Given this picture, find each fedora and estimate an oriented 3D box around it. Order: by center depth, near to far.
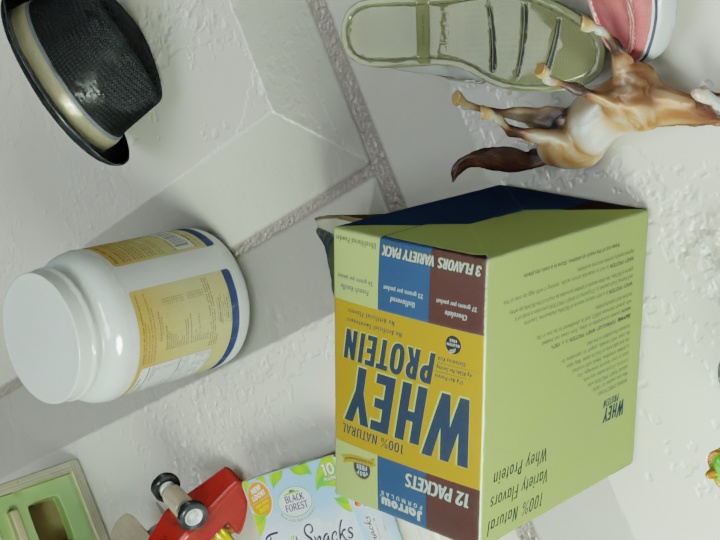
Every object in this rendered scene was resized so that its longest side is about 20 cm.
[{"bbox_3d":[-0.258,-0.205,1.264,0.092,0.201,0.201,-30,77,10],"label":"fedora"}]

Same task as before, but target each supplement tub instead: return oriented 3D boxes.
[{"bbox_3d":[-0.221,0.043,1.234,0.144,0.200,0.145,13,109,42],"label":"supplement tub"}]

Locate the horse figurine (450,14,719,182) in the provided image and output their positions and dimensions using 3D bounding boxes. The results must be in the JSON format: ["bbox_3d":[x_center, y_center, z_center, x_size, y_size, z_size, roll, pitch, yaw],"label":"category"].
[{"bbox_3d":[0.151,-0.110,0.914,0.200,0.132,0.050,-28,50,48],"label":"horse figurine"}]

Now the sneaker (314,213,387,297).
[{"bbox_3d":[0.000,0.000,1.038,0.200,0.067,0.090,-159,68,-83],"label":"sneaker"}]

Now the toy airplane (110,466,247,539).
[{"bbox_3d":[-0.186,0.317,1.314,0.199,0.141,0.200,-26,49,32],"label":"toy airplane"}]

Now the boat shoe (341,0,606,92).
[{"bbox_3d":[0.090,-0.176,0.974,0.200,0.068,0.075,12,105,20],"label":"boat shoe"}]

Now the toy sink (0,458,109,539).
[{"bbox_3d":[-0.403,0.313,1.479,0.112,0.200,0.130,-32,77,44],"label":"toy sink"}]

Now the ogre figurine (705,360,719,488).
[{"bbox_3d":[0.283,0.103,0.825,0.098,0.120,0.200,1,101,44],"label":"ogre figurine"}]

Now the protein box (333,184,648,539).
[{"bbox_3d":[0.094,0.058,0.938,0.135,0.198,0.200,13,110,41],"label":"protein box"}]

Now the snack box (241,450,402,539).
[{"bbox_3d":[-0.021,0.272,1.205,0.142,0.053,0.200,-24,83,43],"label":"snack box"}]

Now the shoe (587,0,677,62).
[{"bbox_3d":[0.145,-0.209,0.847,0.071,0.091,0.200,39,154,46],"label":"shoe"}]
